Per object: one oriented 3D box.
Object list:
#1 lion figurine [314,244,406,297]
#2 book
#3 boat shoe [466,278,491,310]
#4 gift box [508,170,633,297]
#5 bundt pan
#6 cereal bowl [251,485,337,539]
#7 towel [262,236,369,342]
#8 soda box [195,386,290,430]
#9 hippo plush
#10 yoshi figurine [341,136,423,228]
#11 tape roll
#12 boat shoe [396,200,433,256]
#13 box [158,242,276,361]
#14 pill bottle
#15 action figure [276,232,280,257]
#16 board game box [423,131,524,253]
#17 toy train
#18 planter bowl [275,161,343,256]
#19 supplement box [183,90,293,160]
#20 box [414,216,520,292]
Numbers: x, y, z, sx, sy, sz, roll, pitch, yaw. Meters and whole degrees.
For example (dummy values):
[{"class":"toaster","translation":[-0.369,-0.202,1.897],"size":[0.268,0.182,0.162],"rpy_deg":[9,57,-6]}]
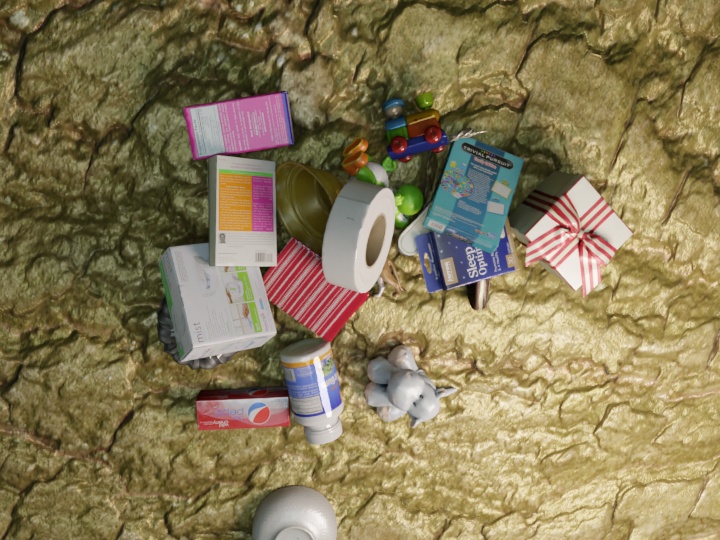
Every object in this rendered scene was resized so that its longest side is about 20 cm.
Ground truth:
[{"class":"lion figurine","translation":[0.000,0.000,1.499],"size":[0.196,0.072,0.125],"rpy_deg":[-6,93,-18]},{"class":"book","translation":[-0.222,-0.110,1.374],"size":[0.131,0.048,0.205],"rpy_deg":[0,89,-34]},{"class":"boat shoe","translation":[0.268,-0.017,1.510],"size":[0.073,0.075,0.207],"rpy_deg":[-2,102,-11]},{"class":"gift box","translation":[0.412,-0.069,1.452],"size":[0.184,0.187,0.201],"rpy_deg":[39,95,-11]},{"class":"bundt pan","translation":[-0.327,0.115,1.483],"size":[0.197,0.076,0.206],"rpy_deg":[-1,102,-6]},{"class":"cereal bowl","translation":[-0.145,0.590,1.596],"size":[0.196,0.083,0.205],"rpy_deg":[-1,103,-6]},{"class":"towel","translation":[-0.097,0.041,1.449],"size":[0.199,0.023,0.145],"rpy_deg":[36,109,-12]},{"class":"soda box","translation":[-0.248,0.293,1.534],"size":[0.195,0.063,0.072],"rpy_deg":[-2,102,-5]},{"class":"hippo plush","translation":[0.098,0.273,1.509],"size":[0.200,0.161,0.160],"rpy_deg":[42,96,-12]},{"class":"yoshi figurine","translation":[0.056,-0.175,1.439],"size":[0.113,0.111,0.200],"rpy_deg":[-50,119,-14]},{"class":"tape roll","translation":[-0.001,-0.065,1.354],"size":[0.070,0.202,0.207],"rpy_deg":[16,101,19]},{"class":"boat shoe","translation":[0.155,-0.103,1.484],"size":[0.075,0.062,0.200],"rpy_deg":[45,87,-4]},{"class":"box","translation":[-0.277,0.054,1.388],"size":[0.174,0.097,0.204],"rpy_deg":[-9,73,-32]},{"class":"pill bottle","translation":[-0.096,0.255,1.514],"size":[0.110,0.112,0.204],"rpy_deg":[-13,103,-2]},{"class":"action figure","translation":[-0.128,0.008,1.481],"size":[0.051,0.065,0.202],"rpy_deg":[-39,111,-18]},{"class":"board game box","translation":[0.226,-0.155,1.432],"size":[0.148,0.047,0.203],"rpy_deg":[22,69,0]},{"class":"toy train","translation":[0.141,-0.298,1.416],"size":[0.196,0.085,0.118],"rpy_deg":[-15,80,12]},{"class":"planter bowl","translation":[-0.082,-0.135,1.425],"size":[0.083,0.199,0.203],"rpy_deg":[-33,105,-34]},{"class":"supplement box","translation":[-0.232,-0.282,1.394],"size":[0.196,0.101,0.106],"rpy_deg":[-8,104,-2]},{"class":"box","translation":[0.216,-0.035,1.450],"size":[0.196,0.032,0.124],"rpy_deg":[-15,93,-10]}]
